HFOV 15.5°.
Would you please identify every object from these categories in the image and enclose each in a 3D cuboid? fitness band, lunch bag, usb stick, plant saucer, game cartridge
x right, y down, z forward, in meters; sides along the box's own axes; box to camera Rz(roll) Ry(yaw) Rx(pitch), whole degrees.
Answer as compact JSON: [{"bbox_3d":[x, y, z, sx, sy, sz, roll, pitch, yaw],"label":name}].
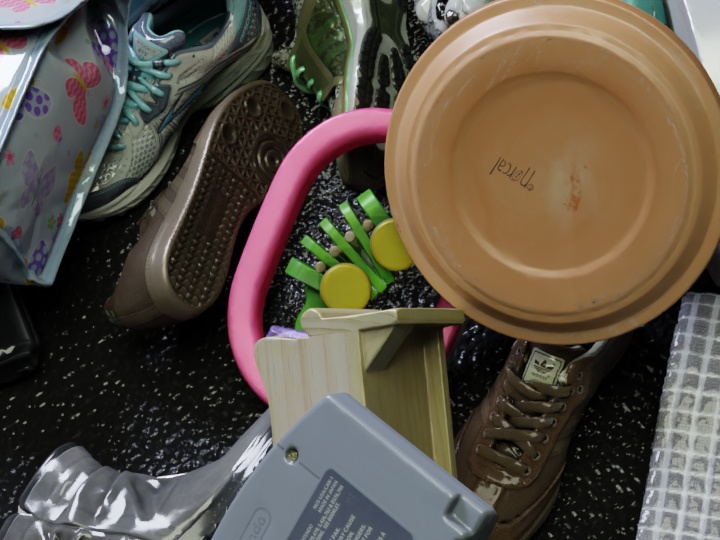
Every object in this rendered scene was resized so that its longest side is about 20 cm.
[{"bbox_3d":[0.000,0.000,1.606,0.143,0.037,0.201,21,84,9],"label":"fitness band"},{"bbox_3d":[-0.248,-0.106,1.632,0.169,0.127,0.201,8,62,26],"label":"lunch bag"},{"bbox_3d":[-0.254,-0.012,1.678,0.055,0.033,0.201,-25,60,0],"label":"usb stick"},{"bbox_3d":[0.109,-0.056,1.480,0.199,0.032,0.202,3,102,15],"label":"plant saucer"},{"bbox_3d":[-0.023,0.175,1.440,0.133,0.041,0.201,39,108,30],"label":"game cartridge"}]

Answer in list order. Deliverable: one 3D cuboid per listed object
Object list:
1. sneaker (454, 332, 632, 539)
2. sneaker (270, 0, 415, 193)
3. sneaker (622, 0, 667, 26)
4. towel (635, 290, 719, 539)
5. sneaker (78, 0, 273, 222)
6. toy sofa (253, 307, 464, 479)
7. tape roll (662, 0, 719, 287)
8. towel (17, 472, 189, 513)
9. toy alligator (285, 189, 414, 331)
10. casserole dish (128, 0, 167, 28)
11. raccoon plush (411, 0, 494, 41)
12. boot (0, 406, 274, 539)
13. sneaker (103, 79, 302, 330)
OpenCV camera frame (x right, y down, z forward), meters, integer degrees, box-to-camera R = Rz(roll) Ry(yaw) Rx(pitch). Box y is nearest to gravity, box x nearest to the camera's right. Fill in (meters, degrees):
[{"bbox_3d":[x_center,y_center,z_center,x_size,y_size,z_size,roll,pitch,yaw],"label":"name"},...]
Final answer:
[{"bbox_3d":[0.098,0.074,1.549,0.070,0.076,0.201,21,63,18],"label":"sneaker"},{"bbox_3d":[-0.015,-0.133,1.713,0.088,0.077,0.201,-22,55,31],"label":"sneaker"},{"bbox_3d":[0.106,-0.137,1.626,0.199,0.071,0.081,-15,77,38],"label":"sneaker"},{"bbox_3d":[0.246,0.114,1.510,0.164,0.086,0.201,8,61,12],"label":"towel"},{"bbox_3d":[-0.140,-0.120,1.694,0.077,0.086,0.200,32,68,22],"label":"sneaker"},{"bbox_3d":[0.009,0.121,1.490,0.097,0.083,0.202,-9,85,31],"label":"toy sofa"},{"bbox_3d":[0.228,-0.092,1.567,0.070,0.203,0.204,-11,59,-1],"label":"tape roll"},{"bbox_3d":[-0.103,0.211,1.527,0.190,0.032,0.201,-7,59,4],"label":"towel"},{"bbox_3d":[0.019,-0.030,1.555,0.200,0.059,0.054,-42,92,2],"label":"toy alligator"},{"bbox_3d":[-0.114,-0.208,1.704,0.121,0.200,0.039,-39,96,-27],"label":"casserole dish"},{"bbox_3d":[0.131,-0.182,1.719,0.199,0.134,0.097,-1,57,-41],"label":"raccoon plush"},{"bbox_3d":[-0.122,0.128,1.527,0.131,0.070,0.200,26,61,27],"label":"boot"},{"bbox_3d":[-0.104,-0.043,1.655,0.075,0.071,0.200,-19,30,39],"label":"sneaker"}]
